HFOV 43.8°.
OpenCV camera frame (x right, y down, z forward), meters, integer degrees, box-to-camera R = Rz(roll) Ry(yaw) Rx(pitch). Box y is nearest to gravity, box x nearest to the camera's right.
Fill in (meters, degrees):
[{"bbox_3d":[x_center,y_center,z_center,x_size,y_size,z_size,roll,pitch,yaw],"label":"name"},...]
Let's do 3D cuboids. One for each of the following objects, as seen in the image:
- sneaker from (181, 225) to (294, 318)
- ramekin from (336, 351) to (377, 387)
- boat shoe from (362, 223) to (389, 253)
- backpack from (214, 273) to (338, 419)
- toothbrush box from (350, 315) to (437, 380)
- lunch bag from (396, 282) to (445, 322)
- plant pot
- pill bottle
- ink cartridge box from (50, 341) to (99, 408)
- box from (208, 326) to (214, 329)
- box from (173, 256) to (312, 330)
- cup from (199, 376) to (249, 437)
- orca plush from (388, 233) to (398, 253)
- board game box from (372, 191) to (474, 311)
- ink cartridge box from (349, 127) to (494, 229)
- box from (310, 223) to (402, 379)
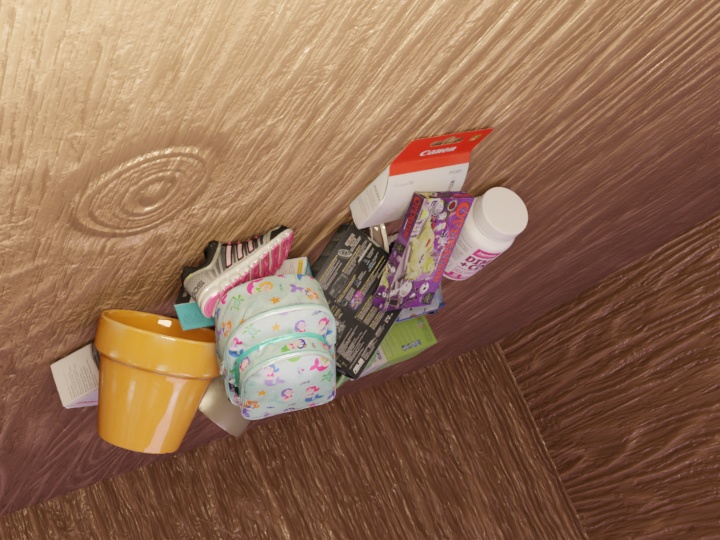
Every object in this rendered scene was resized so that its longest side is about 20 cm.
[{"bbox_3d":[-0.181,-0.017,1.301,0.200,0.087,0.074,-41,157,-34],"label":"sneaker"},{"bbox_3d":[-0.058,0.119,1.679,0.098,0.200,0.200,-17,166,-41],"label":"ramekin"},{"bbox_3d":[0.017,-0.031,1.548,0.059,0.072,0.200,-5,152,-2],"label":"boat shoe"},{"bbox_3d":[-0.117,0.106,1.269,0.177,0.151,0.200,-11,132,-15],"label":"backpack"},{"bbox_3d":[0.042,0.126,1.875,0.200,0.146,0.086,-16,164,-44],"label":"toothbrush box"},{"bbox_3d":[0.061,0.063,1.763,0.200,0.076,0.160,-10,180,-44],"label":"lunch bag"},{"bbox_3d":[-0.317,0.172,1.367,0.200,0.183,0.200,14,-178,-1],"label":"plant pot"},{"bbox_3d":[0.217,-0.068,1.664,0.113,0.113,0.200,-16,164,-30],"label":"pill bottle"},{"bbox_3d":[-0.410,0.160,1.558,0.200,0.084,0.146,-26,167,14],"label":"ink cartridge box"},{"bbox_3d":[-0.254,0.090,1.688,0.200,0.021,0.163,-27,166,19],"label":"box"},{"bbox_3d":[-0.174,0.035,1.358,0.200,0.049,0.082,-10,-151,7],"label":"box"},{"bbox_3d":[-0.256,0.197,1.707,0.143,0.200,0.200,-48,167,-4],"label":"cup"},{"bbox_3d":[0.000,0.000,1.654,0.200,0.071,0.105,-20,166,-15],"label":"orca plush"},{"bbox_3d":[0.098,-0.030,1.400,0.120,0.032,0.200,-10,127,-47],"label":"board game box"},{"bbox_3d":[0.096,-0.136,1.340,0.162,0.057,0.200,-14,169,-34],"label":"ink cartridge box"},{"bbox_3d":[-0.018,0.050,1.444,0.200,0.160,0.044,-57,-158,-14],"label":"box"}]
